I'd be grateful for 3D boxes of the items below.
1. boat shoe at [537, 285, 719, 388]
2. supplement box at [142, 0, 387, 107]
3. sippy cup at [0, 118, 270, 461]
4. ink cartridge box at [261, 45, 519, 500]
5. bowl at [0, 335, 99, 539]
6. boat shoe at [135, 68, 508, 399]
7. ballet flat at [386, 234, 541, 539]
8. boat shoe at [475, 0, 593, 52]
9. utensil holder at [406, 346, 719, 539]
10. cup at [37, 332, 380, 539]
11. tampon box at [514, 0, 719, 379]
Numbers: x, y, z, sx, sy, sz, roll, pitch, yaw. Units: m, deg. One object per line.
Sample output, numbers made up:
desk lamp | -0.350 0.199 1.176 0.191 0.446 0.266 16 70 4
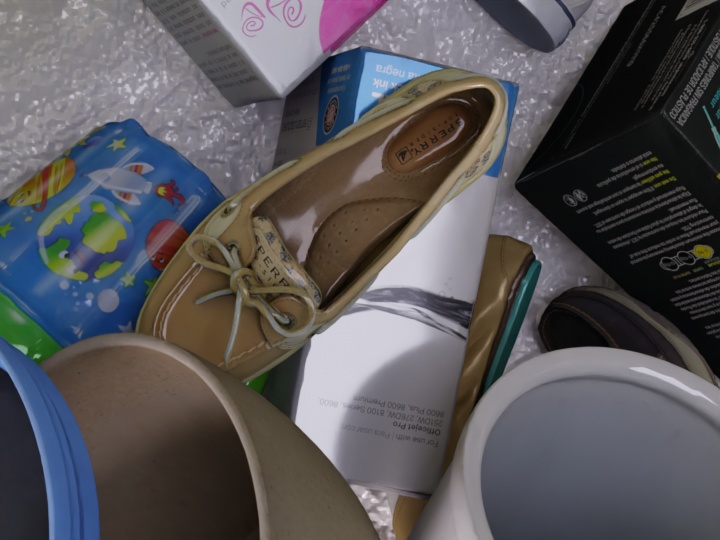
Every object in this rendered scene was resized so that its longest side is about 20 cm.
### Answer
boat shoe | 0.151 0.086 0.927 0.073 0.200 0.075 -22 143 -26
supplement box | -0.079 -0.188 0.875 0.101 0.103 0.200 -43 103 -12
sippy cup | -0.127 0.003 0.854 0.178 0.139 0.130 47 73 -19
ink cartridge box | 0.000 0.000 0.886 0.084 0.145 0.201 11 89 -16
bowl | -0.189 0.113 0.725 0.039 0.200 0.202 20 86 -57
boat shoe | -0.019 -0.020 0.776 0.200 0.063 0.073 -43 91 -2
ballet flat | 0.042 0.076 0.956 0.063 0.069 0.201 16 85 10
boat shoe | 0.060 -0.213 0.933 0.202 0.075 0.086 43 80 -17
utensil holder | 0.092 0.162 0.808 0.169 0.200 0.171 11 48 -13
cup | -0.067 0.139 0.752 0.143 0.200 0.202 21 85 -48
tampon box | 0.216 -0.048 0.943 0.200 0.126 0.150 41 60 -15
